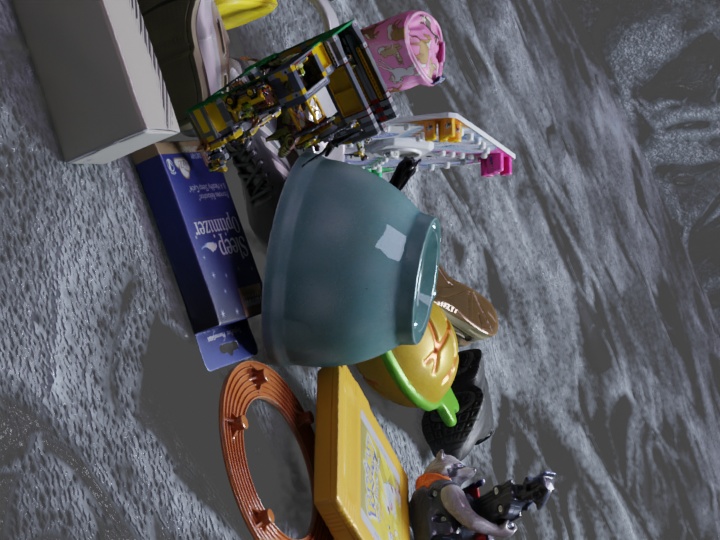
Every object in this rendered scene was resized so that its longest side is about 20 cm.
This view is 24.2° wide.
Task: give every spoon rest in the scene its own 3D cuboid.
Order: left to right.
[{"bbox_3d":[-0.044,-0.188,1.652,0.099,0.060,0.202,-8,87,-70],"label":"spoon rest"}]

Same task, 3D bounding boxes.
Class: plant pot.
[{"bbox_3d":[0.000,0.000,1.550,0.200,0.133,0.202,10,90,-79],"label":"plant pot"}]

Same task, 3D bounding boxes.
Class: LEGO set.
[{"bbox_3d":[-0.054,-0.133,1.500,0.116,0.153,0.200,64,21,-12],"label":"LEGO set"}]

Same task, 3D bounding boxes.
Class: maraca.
[{"bbox_3d":[0.056,0.089,1.769,0.200,0.106,0.138,44,30,-51],"label":"maraca"}]

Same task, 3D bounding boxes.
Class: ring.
[{"bbox_3d":[-0.068,0.175,1.492,0.201,0.019,0.201,54,24,-38],"label":"ring"}]

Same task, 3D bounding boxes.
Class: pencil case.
[{"bbox_3d":[-0.007,-0.206,1.757,0.087,0.199,0.083,60,32,-23],"label":"pencil case"}]

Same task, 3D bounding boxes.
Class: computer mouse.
[{"bbox_3d":[0.000,-0.029,1.740,0.046,0.141,0.201,28,40,-10],"label":"computer mouse"}]

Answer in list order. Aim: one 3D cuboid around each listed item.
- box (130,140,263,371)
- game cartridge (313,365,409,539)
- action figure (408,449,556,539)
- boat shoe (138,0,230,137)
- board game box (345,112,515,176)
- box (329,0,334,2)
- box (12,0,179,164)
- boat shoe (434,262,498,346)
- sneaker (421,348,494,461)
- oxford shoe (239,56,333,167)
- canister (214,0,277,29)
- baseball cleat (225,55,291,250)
[{"bbox_3d":[-0.134,-0.017,1.484,0.121,0.032,0.201,-16,87,-71],"label":"box"},{"bbox_3d":[0.004,0.206,1.592,0.177,0.032,0.201,-90,162,-45],"label":"game cartridge"},{"bbox_3d":[0.100,0.259,1.652,0.104,0.200,0.194,23,42,-29],"label":"action figure"},{"bbox_3d":[-0.162,-0.219,1.551,0.068,0.074,0.202,24,59,-65],"label":"boat shoe"},{"bbox_3d":[0.045,-0.126,1.823,0.200,0.199,0.026,22,66,-64],"label":"board game box"},{"bbox_3d":[-0.098,-0.399,1.821,0.160,0.043,0.200,48,-1,44],"label":"box"},{"bbox_3d":[-0.221,-0.192,1.350,0.068,0.082,0.201,-10,82,-71],"label":"box"},{"bbox_3d":[0.071,0.029,1.937,0.200,0.064,0.072,38,42,-26],"label":"boat shoe"},{"bbox_3d":[0.123,0.170,1.928,0.200,0.075,0.091,-67,139,-60],"label":"sneaker"},{"bbox_3d":[-0.063,-0.136,1.721,0.201,0.072,0.071,62,21,-21],"label":"oxford shoe"},{"bbox_3d":[-0.161,-0.343,1.646,0.201,0.086,0.148,72,19,0],"label":"canister"},{"bbox_3d":[-0.113,-0.111,1.604,0.106,0.070,0.201,12,57,-49],"label":"baseball cleat"}]
